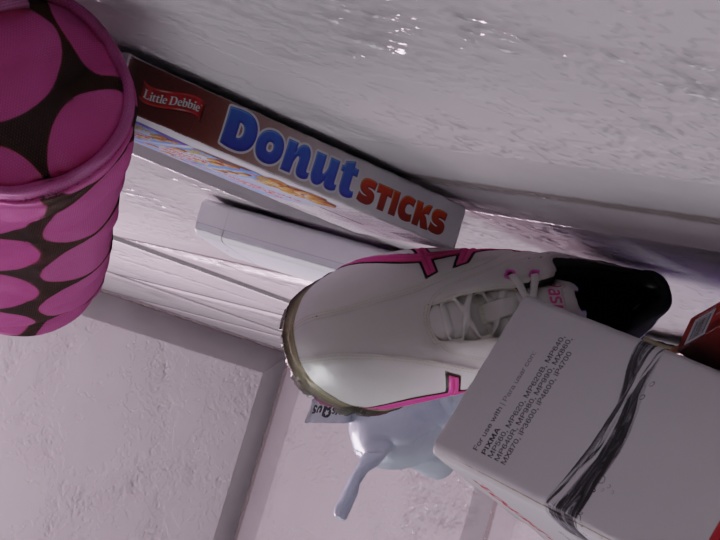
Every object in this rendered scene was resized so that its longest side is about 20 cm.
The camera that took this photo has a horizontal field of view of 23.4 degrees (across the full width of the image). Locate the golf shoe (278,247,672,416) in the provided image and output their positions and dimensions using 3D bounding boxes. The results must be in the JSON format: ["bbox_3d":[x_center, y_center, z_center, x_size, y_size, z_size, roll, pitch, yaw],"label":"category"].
[{"bbox_3d":[0.054,0.018,0.799,0.199,0.073,0.092,-5,166,-39],"label":"golf shoe"}]

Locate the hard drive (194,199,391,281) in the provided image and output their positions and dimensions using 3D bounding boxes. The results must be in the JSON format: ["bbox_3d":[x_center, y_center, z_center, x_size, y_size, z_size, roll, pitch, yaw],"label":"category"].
[{"bbox_3d":[0.000,0.000,1.144,0.198,0.027,0.132,16,175,9],"label":"hard drive"}]

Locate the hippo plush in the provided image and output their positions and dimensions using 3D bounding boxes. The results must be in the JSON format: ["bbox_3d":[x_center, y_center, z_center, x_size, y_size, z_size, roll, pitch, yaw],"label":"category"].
[{"bbox_3d":[0.068,0.071,1.272,0.160,0.160,0.200,-20,175,25],"label":"hippo plush"}]

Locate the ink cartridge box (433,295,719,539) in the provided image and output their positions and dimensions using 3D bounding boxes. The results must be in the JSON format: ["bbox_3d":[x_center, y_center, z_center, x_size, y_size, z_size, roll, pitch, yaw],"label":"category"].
[{"bbox_3d":[0.148,0.101,0.715,0.144,0.084,0.199,40,168,-39],"label":"ink cartridge box"}]

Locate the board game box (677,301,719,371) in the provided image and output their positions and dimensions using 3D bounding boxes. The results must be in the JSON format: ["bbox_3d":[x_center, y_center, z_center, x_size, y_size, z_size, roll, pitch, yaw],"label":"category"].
[{"bbox_3d":[0.227,0.065,0.663,0.199,0.020,0.103,34,155,-5],"label":"board game box"}]

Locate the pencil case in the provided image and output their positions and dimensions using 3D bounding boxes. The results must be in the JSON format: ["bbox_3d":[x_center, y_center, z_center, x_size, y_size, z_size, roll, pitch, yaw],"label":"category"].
[{"bbox_3d":[-0.134,-0.040,0.660,0.090,0.094,0.200,-2,165,-15],"label":"pencil case"}]

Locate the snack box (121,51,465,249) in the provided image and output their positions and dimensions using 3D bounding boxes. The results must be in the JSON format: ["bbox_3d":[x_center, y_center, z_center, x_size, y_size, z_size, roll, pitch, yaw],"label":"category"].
[{"bbox_3d":[-0.045,-0.050,0.752,0.199,0.024,0.072,21,174,-42],"label":"snack box"}]

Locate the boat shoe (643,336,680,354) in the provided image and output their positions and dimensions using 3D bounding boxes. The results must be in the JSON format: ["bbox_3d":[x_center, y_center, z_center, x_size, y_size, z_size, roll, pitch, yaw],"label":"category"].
[{"bbox_3d":[0.201,0.082,1.114,0.074,0.075,0.202,12,177,-24],"label":"boat shoe"}]
